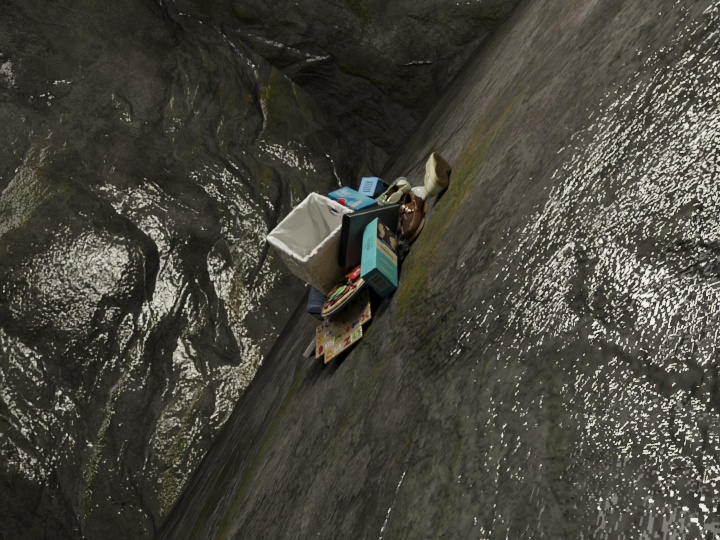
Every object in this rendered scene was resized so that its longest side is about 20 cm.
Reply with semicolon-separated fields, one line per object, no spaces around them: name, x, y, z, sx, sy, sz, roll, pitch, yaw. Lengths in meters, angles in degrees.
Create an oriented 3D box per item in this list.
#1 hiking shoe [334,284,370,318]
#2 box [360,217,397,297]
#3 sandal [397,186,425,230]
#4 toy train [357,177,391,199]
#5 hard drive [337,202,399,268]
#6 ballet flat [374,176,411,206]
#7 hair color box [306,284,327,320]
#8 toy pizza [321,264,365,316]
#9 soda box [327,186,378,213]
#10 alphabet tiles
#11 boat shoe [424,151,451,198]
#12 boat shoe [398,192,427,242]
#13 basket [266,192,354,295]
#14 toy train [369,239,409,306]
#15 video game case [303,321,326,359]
hiking shoe;-0.007;0.062;1.441;0.101;0.075;0.201;-52;7;47
box;0.047;-0.035;1.321;0.049;0.082;0.202;-34;30;27
sandal;0.139;-0.180;1.629;0.203;0.081;0.050;-53;-38;-35
toy train;0.071;-0.202;1.665;0.086;0.198;0.116;14;84;46
hard drive;0.025;-0.096;1.447;0.198;0.033;0.142;-19;-56;-45
ballet flat;0.108;-0.217;1.571;0.200;0.074;0.074;-49;2;-39
hair color box;-0.100;0.039;1.617;0.100;0.059;0.204;46;-132;-63
toy pizza;-0.034;0.037;1.385;0.200;0.032;0.200;-43;11;10
soda box;-0.020;-0.179;1.552;0.067;0.065;0.200;-23;28;-19
alphabet tiles;-0.046;0.132;1.350;0.199;0.006;0.168;-39;36;29
boat shoe;0.208;-0.267;1.517;0.063;0.073;0.202;-45;19;30
boat shoe;0.133;-0.148;1.476;0.070;0.070;0.201;-43;14;28
basket;-0.111;-0.070;1.488;0.200;0.162;0.197;-45;46;-18
toy train;0.067;0.008;1.381;0.202;0.034;0.046;-57;-2;-13
video game case;-0.095;0.177;1.535;0.144;0.017;0.200;-56;-7;1
